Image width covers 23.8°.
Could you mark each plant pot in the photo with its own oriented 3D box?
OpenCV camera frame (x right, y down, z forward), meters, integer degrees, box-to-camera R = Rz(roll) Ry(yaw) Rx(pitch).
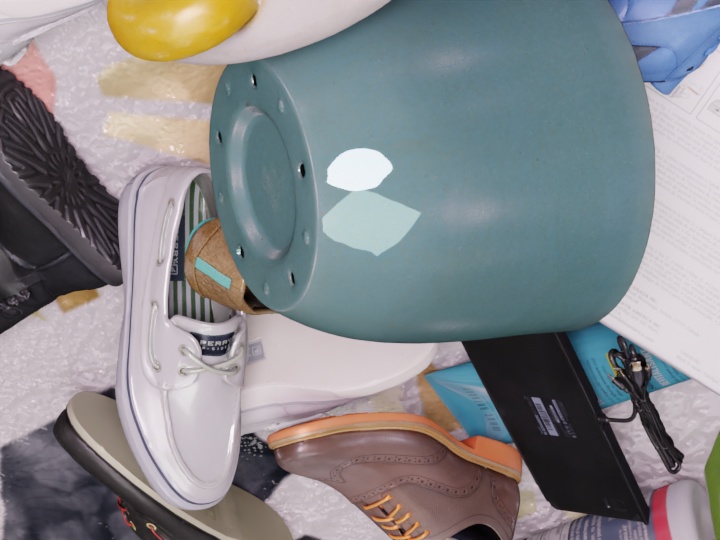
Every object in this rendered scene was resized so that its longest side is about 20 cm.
[{"bbox_3d":[0.021,-0.054,0.844,0.161,0.201,0.201,-11,134,-27],"label":"plant pot"}]

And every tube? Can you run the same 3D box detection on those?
[{"bbox_3d":[0.145,0.061,1.071,0.200,0.050,0.078,-21,117,26],"label":"tube"}]

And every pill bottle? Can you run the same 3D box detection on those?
[{"bbox_3d":[0.156,0.229,1.156,0.200,0.120,0.120,-25,124,21],"label":"pill bottle"}]

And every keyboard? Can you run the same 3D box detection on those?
[{"bbox_3d":[0.137,0.086,1.045,0.127,0.021,0.200,4,137,37],"label":"keyboard"}]

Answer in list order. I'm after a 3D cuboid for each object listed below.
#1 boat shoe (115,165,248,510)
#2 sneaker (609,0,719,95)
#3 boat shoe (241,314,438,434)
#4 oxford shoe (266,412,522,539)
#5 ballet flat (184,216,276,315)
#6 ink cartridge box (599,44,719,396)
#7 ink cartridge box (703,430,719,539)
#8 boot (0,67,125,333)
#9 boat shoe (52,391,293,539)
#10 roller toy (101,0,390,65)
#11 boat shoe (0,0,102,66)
[{"bbox_3d":[-0.099,0.038,0.975,0.073,0.200,0.067,-11,-179,-36],"label":"boat shoe"},{"bbox_3d":[0.173,-0.144,0.883,0.200,0.066,0.078,-24,117,26],"label":"sneaker"},{"bbox_3d":[-0.045,0.066,1.062,0.200,0.072,0.069,-19,154,7],"label":"boat shoe"},{"bbox_3d":[0.028,0.134,1.058,0.200,0.073,0.071,16,153,-36],"label":"oxford shoe"},{"bbox_3d":[0.000,0.000,0.956,0.200,0.072,0.068,2,114,-33],"label":"ballet flat"},{"bbox_3d":[0.201,-0.046,0.962,0.162,0.057,0.200,32,104,-1],"label":"ink cartridge box"},{"bbox_3d":[0.279,0.109,1.035,0.076,0.148,0.200,9,130,-6],"label":"ink cartridge box"},{"bbox_3d":[-0.254,-0.020,1.011,0.200,0.066,0.165,-20,124,23],"label":"boot"},{"bbox_3d":[-0.131,0.154,1.134,0.063,0.074,0.201,-37,124,18],"label":"boat shoe"},{"bbox_3d":[-0.049,-0.186,0.783,0.182,0.200,0.140,-26,126,-2],"label":"roller toy"},{"bbox_3d":[-0.211,-0.136,0.910,0.200,0.072,0.069,-14,144,9],"label":"boat shoe"}]
